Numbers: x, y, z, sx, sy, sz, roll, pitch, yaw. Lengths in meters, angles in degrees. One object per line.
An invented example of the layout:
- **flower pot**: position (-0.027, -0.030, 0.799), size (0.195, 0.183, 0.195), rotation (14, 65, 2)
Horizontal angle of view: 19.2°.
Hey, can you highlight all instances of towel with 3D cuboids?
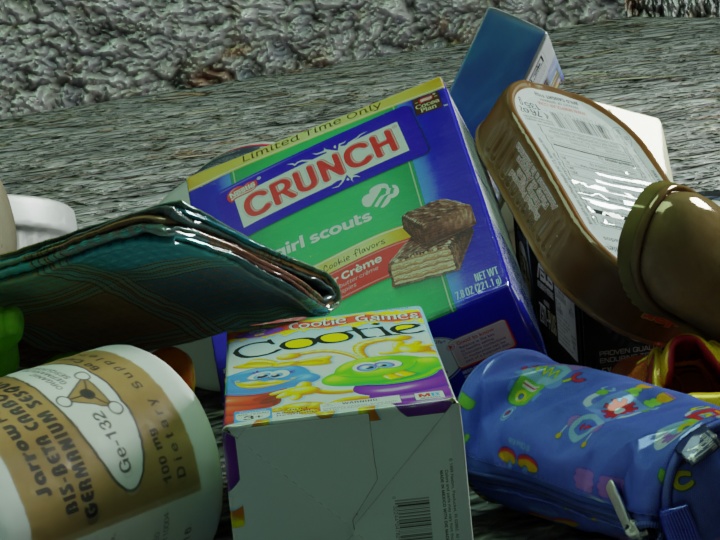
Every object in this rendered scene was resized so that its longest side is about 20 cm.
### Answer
- **towel**: position (-0.127, 0.016, 1.076), size (0.199, 0.022, 0.146), rotation (-15, -24, 31)

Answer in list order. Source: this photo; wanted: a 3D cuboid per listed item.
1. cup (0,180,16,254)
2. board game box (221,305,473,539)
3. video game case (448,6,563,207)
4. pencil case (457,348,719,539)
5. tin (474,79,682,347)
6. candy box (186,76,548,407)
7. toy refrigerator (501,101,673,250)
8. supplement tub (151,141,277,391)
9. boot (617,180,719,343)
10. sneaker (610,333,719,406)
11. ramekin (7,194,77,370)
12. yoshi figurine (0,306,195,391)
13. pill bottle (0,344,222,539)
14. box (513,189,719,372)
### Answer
- **cup**: position (-0.291, 0.018, 1.153), size (0.198, 0.202, 0.144), rotation (-6, 30, -1)
- **board game box**: position (-0.009, 0.091, 0.986), size (0.102, 0.106, 0.200), rotation (-6, 10, -2)
- **video game case**: position (0.066, -0.058, 1.375), size (0.045, 0.201, 0.181), rotation (26, 1, 10)
- **pencil case**: position (0.117, 0.090, 0.997), size (0.086, 0.079, 0.200), rotation (-20, 16, -26)
- **tin**: position (0.135, -0.037, 1.211), size (0.111, 0.042, 0.201), rotation (7, 38, -30)
- **candy box**: position (0.000, 0.000, 1.195), size (0.168, 0.077, 0.201), rotation (-22, 39, 7)
- **toy refrigerator**: position (0.121, -0.051, 1.514), size (0.075, 0.071, 0.199), rotation (9, -26, -41)
- **supplement tub**: position (-0.074, -0.004, 1.409), size (0.139, 0.142, 0.200), rotation (-4, 11, 7)
- **boot**: position (0.246, 0.023, 1.062), size (0.199, 0.067, 0.175), rotation (16, -12, 39)
- **sneaker**: position (0.173, 0.065, 1.104), size (0.072, 0.078, 0.200), rotation (-9, 10, -8)
- **ramekin**: position (-0.274, 0.023, 1.349), size (0.198, 0.106, 0.200), rotation (-7, -8, -1)
- **yoshi figurine**: position (-0.178, 0.075, 1.061), size (0.198, 0.112, 0.113), rotation (7, 44, -29)
- **pill bottle**: position (-0.166, 0.109, 0.942), size (0.114, 0.116, 0.199), rotation (4, 15, 42)
- **box**: position (0.195, 0.009, 1.350), size (0.162, 0.087, 0.200), rotation (-6, 11, -5)
